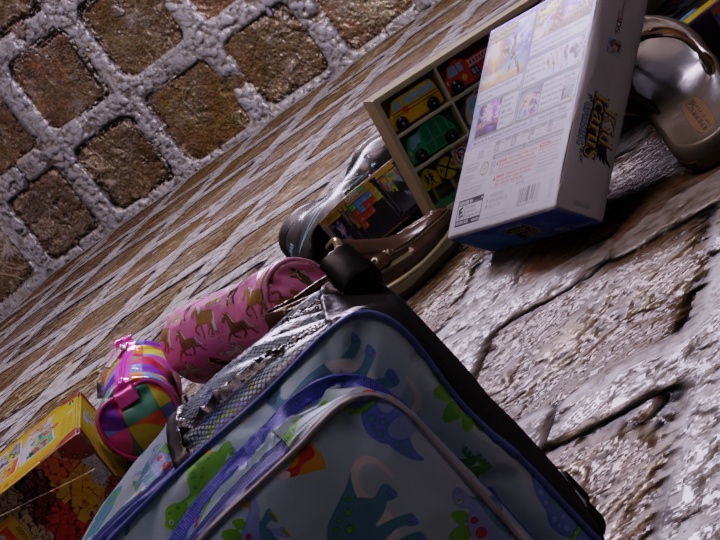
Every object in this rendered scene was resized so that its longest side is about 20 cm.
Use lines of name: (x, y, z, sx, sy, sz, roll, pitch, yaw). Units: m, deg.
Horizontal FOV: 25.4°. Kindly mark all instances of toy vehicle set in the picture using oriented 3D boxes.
toy vehicle set: (0.113, -0.150, 1.459, 0.200, 0.125, 0.026, -34, 14, -16)

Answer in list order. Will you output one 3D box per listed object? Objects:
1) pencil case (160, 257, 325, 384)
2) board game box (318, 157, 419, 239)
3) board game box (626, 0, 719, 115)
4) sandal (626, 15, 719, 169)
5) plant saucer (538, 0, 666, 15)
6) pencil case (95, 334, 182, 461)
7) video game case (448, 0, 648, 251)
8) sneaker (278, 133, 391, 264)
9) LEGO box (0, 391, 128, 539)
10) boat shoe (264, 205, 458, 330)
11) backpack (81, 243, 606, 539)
pencil case: (-0.105, 0.049, 1.500, 0.086, 0.083, 0.200, -35, 6, -39)
board game box: (0.047, -0.086, 1.577, 0.165, 0.057, 0.200, -38, 1, -8)
board game box: (0.293, -0.210, 1.335, 0.200, 0.057, 0.165, -38, 12, -5)
sandal: (0.219, -0.142, 1.174, 0.082, 0.055, 0.200, -40, 32, 15)
plant saucer: (0.219, -0.240, 1.371, 0.200, 0.037, 0.201, -40, 16, 14)
pencil case: (-0.212, 0.121, 1.535, 0.088, 0.089, 0.200, -38, 13, -3)
video game case: (0.141, -0.116, 1.226, 0.200, 0.045, 0.182, 165, 118, -70)
sneaker: (0.002, -0.074, 1.746, 0.200, 0.075, 0.079, -44, 25, -2)
LEGO box: (-0.293, 0.203, 1.474, 0.149, 0.077, 0.200, -39, 11, -3)
boat shoe: (0.002, 0.000, 1.380, 0.202, 0.075, 0.075, -42, 12, -21)
backpack: (-0.017, 0.127, 0.637, 0.200, 0.183, 0.147, -41, 9, 6)
